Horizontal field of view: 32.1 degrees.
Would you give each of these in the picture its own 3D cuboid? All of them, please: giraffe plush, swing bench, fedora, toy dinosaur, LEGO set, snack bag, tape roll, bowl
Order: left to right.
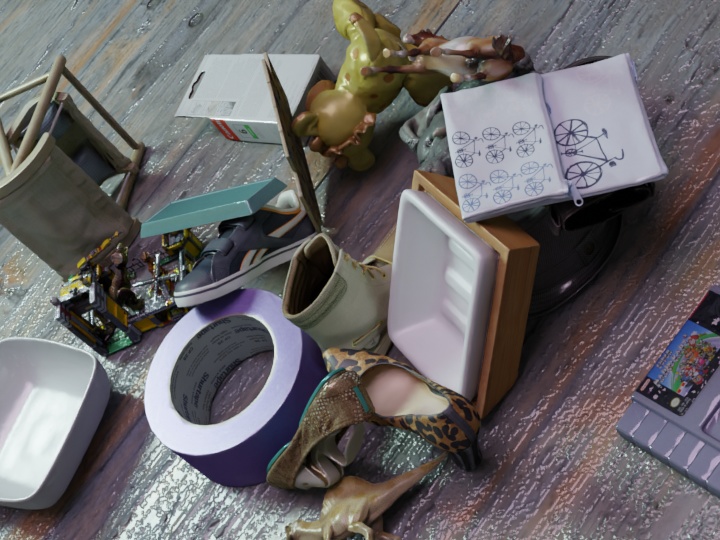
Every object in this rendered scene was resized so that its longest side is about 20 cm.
[{"bbox_3d":[-0.393,0.187,1.487,0.198,0.075,0.201,7,63,33],"label":"bowl"},{"bbox_3d":[-0.383,-0.125,1.611,0.129,0.199,0.201,-20,51,18],"label":"swing bench"},{"bbox_3d":[-0.289,0.005,1.519,0.198,0.116,0.155,-16,52,20],"label":"LEGO set"},{"bbox_3d":[-0.131,0.126,1.365,0.198,0.085,0.202,-16,53,22],"label":"tape roll"},{"bbox_3d":[0.001,-0.205,1.469,0.163,0.172,0.200,-52,13,15],"label":"giraffe plush"},{"bbox_3d":[0.003,0.241,1.224,0.199,0.058,0.102,-29,47,10],"label":"toy dinosaur"},{"bbox_3d":[0.175,-0.057,1.302,0.200,0.090,0.177,-42,48,-1],"label":"fedora"},{"bbox_3d":[0.182,-0.131,1.195,0.198,0.022,0.190,-11,46,8],"label":"snack bag"}]

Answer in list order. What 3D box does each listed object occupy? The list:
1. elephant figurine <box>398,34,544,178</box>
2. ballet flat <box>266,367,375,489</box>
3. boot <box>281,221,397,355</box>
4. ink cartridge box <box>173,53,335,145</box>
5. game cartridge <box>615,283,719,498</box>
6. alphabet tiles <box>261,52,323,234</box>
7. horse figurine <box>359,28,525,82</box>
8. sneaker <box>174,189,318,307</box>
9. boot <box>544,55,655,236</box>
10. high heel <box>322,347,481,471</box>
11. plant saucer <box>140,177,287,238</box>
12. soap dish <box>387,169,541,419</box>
[{"bbox_3d":[0.109,-0.150,1.367,0.200,0.155,0.141,-45,56,-10],"label":"elephant figurine"},{"bbox_3d":[-0.039,0.177,1.239,0.070,0.201,0.065,-26,66,-37],"label":"ballet flat"},{"bbox_3d":[0.000,0.000,1.325,0.072,0.155,0.201,15,67,37],"label":"boot"},{"bbox_3d":[-0.139,-0.226,1.636,0.199,0.050,0.110,7,64,36],"label":"ink cartridge box"},{"bbox_3d":[0.337,0.096,1.141,0.129,0.038,0.200,32,78,37],"label":"game cartridge"},{"bbox_3d":[-0.078,-0.145,1.449,0.006,0.167,0.202,-17,63,4],"label":"alphabet tiles"},{"bbox_3d":[0.097,-0.219,1.283,0.199,0.132,0.050,10,109,45],"label":"horse figurine"},{"bbox_3d":[-0.138,-0.027,1.417,0.199,0.080,0.078,-30,15,-37],"label":"sneaker"},{"bbox_3d":[0.228,-0.119,1.233,0.199,0.070,0.174,-31,47,-14],"label":"boot"},{"bbox_3d":[0.034,0.111,1.201,0.199,0.143,0.072,33,75,21],"label":"high heel"},{"bbox_3d":[-0.175,-0.073,1.447,0.199,0.019,0.070,-10,24,42],"label":"plant saucer"},{"bbox_3d":[0.100,0.020,1.238,0.081,0.202,0.157,-15,39,-28],"label":"soap dish"}]
